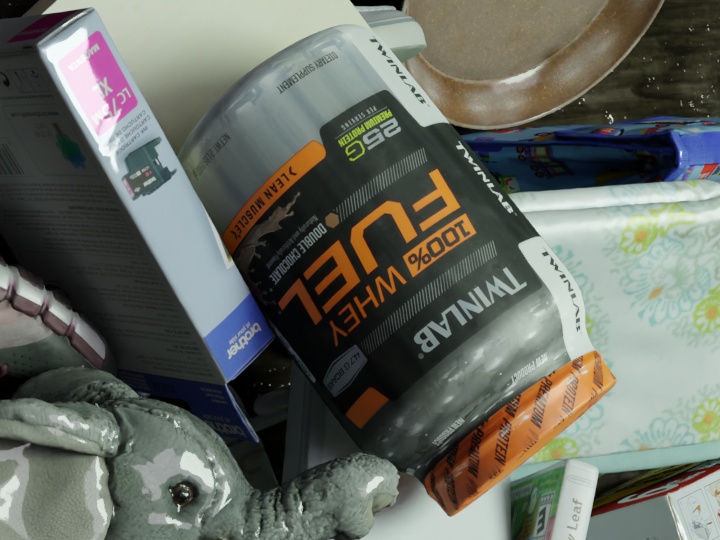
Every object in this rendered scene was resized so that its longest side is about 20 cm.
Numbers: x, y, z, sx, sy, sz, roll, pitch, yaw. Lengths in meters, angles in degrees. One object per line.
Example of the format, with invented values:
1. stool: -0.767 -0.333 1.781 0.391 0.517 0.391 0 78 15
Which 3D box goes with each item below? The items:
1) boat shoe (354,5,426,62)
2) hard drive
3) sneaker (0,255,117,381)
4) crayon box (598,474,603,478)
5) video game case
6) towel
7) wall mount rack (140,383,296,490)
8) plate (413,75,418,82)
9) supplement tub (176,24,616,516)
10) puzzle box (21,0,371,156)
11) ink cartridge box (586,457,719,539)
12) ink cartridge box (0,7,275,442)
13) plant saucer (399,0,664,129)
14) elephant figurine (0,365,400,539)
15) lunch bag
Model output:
1. boat shoe: -0.059 -0.127 0.869 0.199 0.070 0.072 -11 83 -26
2. hard drive: 0.020 0.100 0.801 0.131 0.026 0.201 29 45 -30
3. sneaker: -0.205 0.034 0.716 0.200 0.075 0.116 37 64 -27
4. crayon box: 0.170 0.057 1.085 0.199 0.051 0.128 -22 126 -47
5. video game case: 0.066 0.200 0.873 0.022 0.200 0.184 16 73 -8
6. towel: 0.136 0.036 0.942 0.198 0.048 0.172 -5 121 -17
7. wall mount rack: -0.086 0.144 0.794 0.173 0.075 0.201 -22 78 -10
8. plate: -0.018 -0.049 0.960 0.199 0.025 0.202 13 71 -45
9. supplement tub: 0.016 0.001 0.747 0.200 0.123 0.122 51 43 10
10. puzzle box: -0.099 -0.089 0.801 0.200 0.025 0.133 -43 118 -5
11. ink cartridge box: 0.185 0.170 1.034 0.199 0.175 0.084 -14 81 -48
12. ink cartridge box: -0.113 -0.017 0.736 0.042 0.119 0.201 -42 119 -33
13. plant saucer: 0.103 -0.176 1.001 0.199 0.201 0.035 17 27 -44
14. elephant figurine: -0.116 0.098 0.681 0.200 0.141 0.155 -50 130 1
15. lunch bag: 0.168 -0.056 1.033 0.150 0.199 0.095 -7 87 -48
